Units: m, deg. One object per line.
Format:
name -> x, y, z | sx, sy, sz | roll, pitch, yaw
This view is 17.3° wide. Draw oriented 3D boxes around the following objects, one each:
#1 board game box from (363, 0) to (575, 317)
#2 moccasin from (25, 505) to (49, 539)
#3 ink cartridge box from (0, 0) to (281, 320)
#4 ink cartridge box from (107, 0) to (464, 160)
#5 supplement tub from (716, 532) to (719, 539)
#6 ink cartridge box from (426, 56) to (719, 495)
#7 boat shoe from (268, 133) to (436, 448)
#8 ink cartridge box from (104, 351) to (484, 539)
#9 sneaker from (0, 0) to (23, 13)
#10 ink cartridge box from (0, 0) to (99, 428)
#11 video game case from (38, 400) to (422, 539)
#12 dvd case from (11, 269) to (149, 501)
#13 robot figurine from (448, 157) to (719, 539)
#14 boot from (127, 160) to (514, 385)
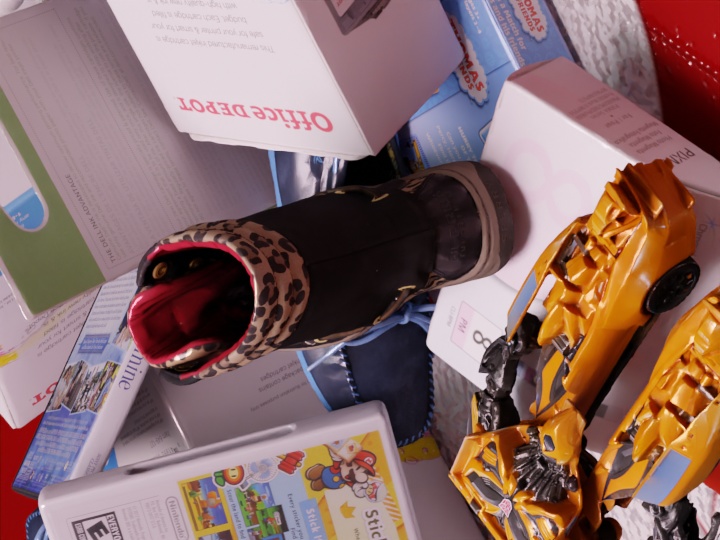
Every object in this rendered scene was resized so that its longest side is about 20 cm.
board game box -> 0.051, -0.052, 1.185 | 0.200, 0.036, 0.152 | -27, 89, 60
moccasin -> -0.144, 0.165, 1.321 | 0.200, 0.068, 0.081 | 4, 116, 56
ink cartridge box -> -0.130, -0.067, 1.180 | 0.048, 0.199, 0.146 | -32, 87, 53
ink cartridge box -> -0.059, -0.159, 1.096 | 0.147, 0.086, 0.201 | 12, 140, 46
supplement tub -> 0.217, 0.101, 0.962 | 0.123, 0.122, 0.201 | 46, 145, 27
ink cartridge box -> 0.131, 0.021, 1.059 | 0.200, 0.057, 0.163 | 39, 134, 27
boat shoe -> 0.000, 0.000, 1.188 | 0.068, 0.084, 0.201 | 5, 119, 51
ink cartridge box -> -0.047, 0.128, 1.356 | 0.201, 0.144, 0.147 | 63, 149, 3
sneaker -> -0.172, -0.207, 1.265 | 0.200, 0.080, 0.147 | -86, 11, -85
ink cartridge box -> -0.210, -0.038, 1.436 | 0.146, 0.146, 0.200 | 44, 160, 28
video game case -> -0.051, 0.178, 1.222 | 0.023, 0.181, 0.201 | -100, -5, -67
dvd case -> -0.132, 0.035, 1.298 | 0.017, 0.201, 0.143 | 26, 170, -16
robot figurine -> 0.104, 0.058, 1.018 | 0.145, 0.058, 0.201 | 52, 132, 30
boot -> -0.042, 0.008, 1.081 | 0.199, 0.150, 0.074 | -16, 91, 50
